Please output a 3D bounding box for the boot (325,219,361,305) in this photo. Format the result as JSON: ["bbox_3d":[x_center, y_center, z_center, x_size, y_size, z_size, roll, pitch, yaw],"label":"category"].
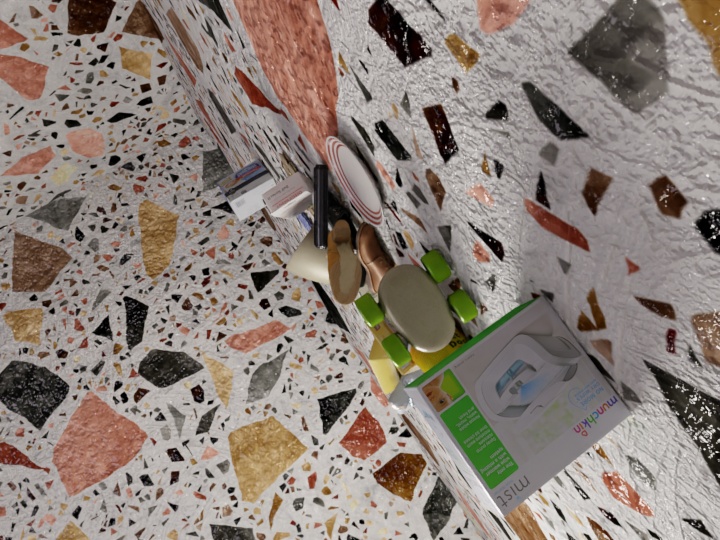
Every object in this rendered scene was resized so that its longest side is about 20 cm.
[{"bbox_3d":[-0.042,-0.002,1.153,0.144,0.071,0.202,110,157,-69],"label":"boot"}]

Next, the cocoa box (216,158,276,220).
[{"bbox_3d":[-0.448,-0.327,2.056,0.131,0.200,0.133,52,169,26],"label":"cocoa box"}]

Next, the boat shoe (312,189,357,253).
[{"bbox_3d":[-0.051,-0.125,1.251,0.066,0.070,0.200,-29,82,52],"label":"boat shoe"}]

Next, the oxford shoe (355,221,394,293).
[{"bbox_3d":[0.042,-0.027,1.159,0.071,0.071,0.200,10,138,32],"label":"oxford shoe"}]

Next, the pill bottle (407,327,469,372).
[{"bbox_3d":[0.167,0.166,0.989,0.200,0.109,0.109,46,165,45],"label":"pill bottle"}]

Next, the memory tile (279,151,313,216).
[{"bbox_3d":[-0.192,-0.266,1.584,0.153,0.017,0.200,52,169,26],"label":"memory tile"}]

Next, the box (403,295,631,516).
[{"bbox_3d":[0.189,0.164,0.639,0.177,0.200,0.097,56,169,9],"label":"box"}]

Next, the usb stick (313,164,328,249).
[{"bbox_3d":[-0.094,-0.150,1.213,0.055,0.033,0.200,-139,47,-69],"label":"usb stick"}]

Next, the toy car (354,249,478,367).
[{"bbox_3d":[0.096,0.064,0.924,0.158,0.164,0.200,56,-178,1],"label":"toy car"}]

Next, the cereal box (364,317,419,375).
[{"bbox_3d":[0.107,0.152,1.135,0.144,0.040,0.200,53,-157,22],"label":"cereal box"}]

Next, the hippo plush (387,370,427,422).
[{"bbox_3d":[0.186,0.316,1.338,0.161,0.200,0.159,25,-175,24],"label":"hippo plush"}]

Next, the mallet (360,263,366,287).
[{"bbox_3d":[0.000,0.000,1.274,0.200,0.041,0.066,-45,-38,-83],"label":"mallet"}]

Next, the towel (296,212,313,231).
[{"bbox_3d":[-0.219,-0.192,1.905,0.200,0.024,0.145,53,170,19],"label":"towel"}]

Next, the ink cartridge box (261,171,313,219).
[{"bbox_3d":[-0.178,-0.194,1.324,0.067,0.117,0.200,59,-173,1],"label":"ink cartridge box"}]

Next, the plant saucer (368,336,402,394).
[{"bbox_3d":[0.091,0.205,1.365,0.048,0.200,0.200,4,142,22],"label":"plant saucer"}]

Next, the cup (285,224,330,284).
[{"bbox_3d":[-0.083,-0.044,1.357,0.143,0.200,0.200,35,169,-1],"label":"cup"}]

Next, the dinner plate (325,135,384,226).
[{"bbox_3d":[-0.006,-0.176,0.994,0.200,0.024,0.200,53,169,15],"label":"dinner plate"}]

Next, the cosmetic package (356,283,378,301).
[{"bbox_3d":[-0.018,0.011,1.469,0.200,0.071,0.105,46,166,44],"label":"cosmetic package"}]
